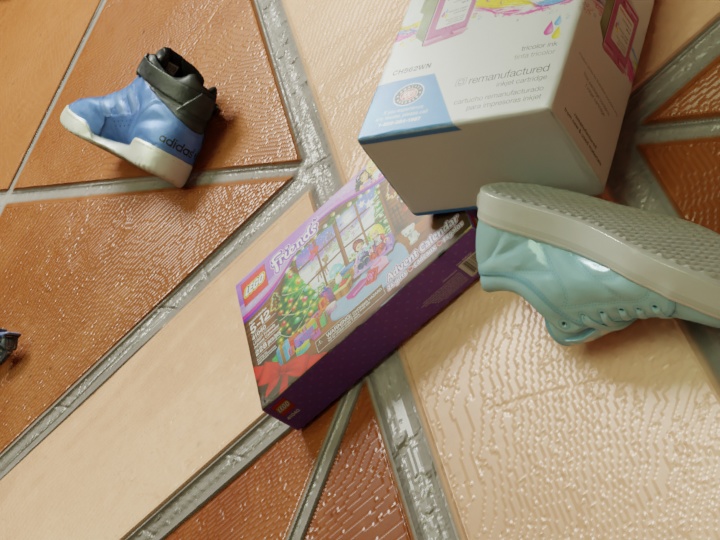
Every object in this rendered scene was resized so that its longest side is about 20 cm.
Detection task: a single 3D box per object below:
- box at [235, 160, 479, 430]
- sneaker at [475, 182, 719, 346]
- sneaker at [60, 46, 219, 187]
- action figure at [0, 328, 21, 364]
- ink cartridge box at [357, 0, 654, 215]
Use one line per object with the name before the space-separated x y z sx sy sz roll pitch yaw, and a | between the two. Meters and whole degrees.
box | 0.000 0.000 1.009 0.200 0.039 0.137 -42 36 19
sneaker | 0.145 0.009 0.819 0.200 0.074 0.082 26 119 47
sneaker | -0.202 -0.155 1.346 0.200 0.077 0.111 26 88 51
action figure | -0.421 0.092 1.391 0.200 0.104 0.194 -18 59 45
ink cartridge box | 0.101 -0.144 0.934 0.144 0.085 0.200 -6 50 36
